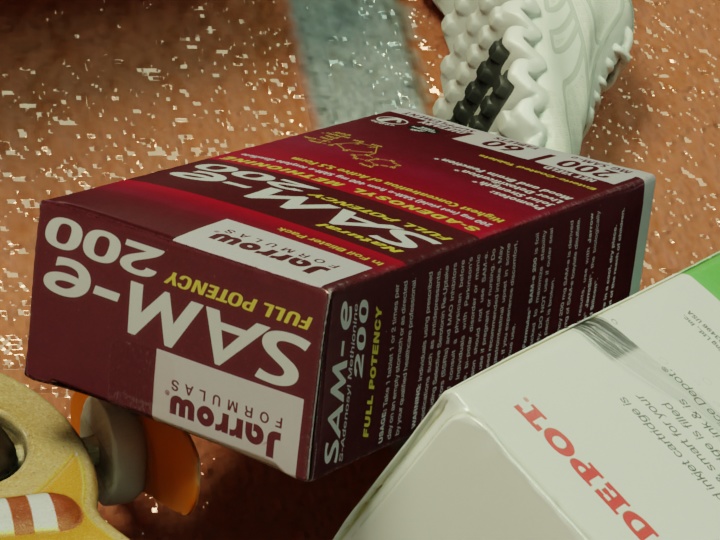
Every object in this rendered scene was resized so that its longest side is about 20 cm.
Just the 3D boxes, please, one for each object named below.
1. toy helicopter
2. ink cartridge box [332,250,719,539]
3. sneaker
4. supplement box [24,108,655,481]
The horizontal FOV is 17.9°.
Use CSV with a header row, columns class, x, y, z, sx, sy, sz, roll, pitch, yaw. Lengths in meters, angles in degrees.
class,x,y,z,sx,sy,sz,roll,pitch,yaw
toy helicopter,-0.085,0.080,0.670,0.200,0.079,0.132,30,33,29
ink cartridge box,0.104,0.087,0.712,0.146,0.084,0.200,47,33,16
sneaker,0.070,-0.082,0.873,0.081,0.075,0.201,14,52,-21
supplement box,0.000,0.000,0.724,0.108,0.061,0.200,17,21,30
